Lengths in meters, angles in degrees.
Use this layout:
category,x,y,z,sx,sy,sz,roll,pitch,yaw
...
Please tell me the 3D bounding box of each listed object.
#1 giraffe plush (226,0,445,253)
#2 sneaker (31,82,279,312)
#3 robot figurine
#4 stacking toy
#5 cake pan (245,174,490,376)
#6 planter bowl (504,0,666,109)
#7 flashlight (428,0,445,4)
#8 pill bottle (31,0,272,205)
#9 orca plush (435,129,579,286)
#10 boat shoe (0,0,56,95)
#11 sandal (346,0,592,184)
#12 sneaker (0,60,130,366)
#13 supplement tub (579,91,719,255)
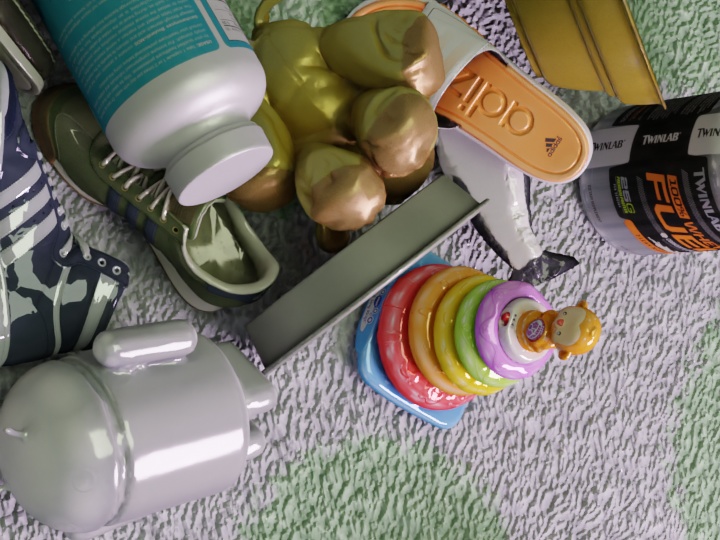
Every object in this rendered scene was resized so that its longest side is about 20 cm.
category,x,y,z,sx,sy,sz,roll,pitch,yaw
giraffe plush,-0.016,-0.092,1.554,0.173,0.200,0.162,-52,147,-7
sneaker,-0.128,-0.052,1.508,0.200,0.090,0.067,49,64,-23
robot figurine,-0.153,0.105,1.468,0.200,0.113,0.170,-13,129,-37
stacking toy,0.098,0.045,1.599,0.110,0.200,0.116,33,70,-30
cake pan,0.000,0.000,1.543,0.200,0.200,0.037,-37,90,-32
planter bowl,0.151,-0.197,1.646,0.083,0.200,0.201,-20,102,9
flashlight,0.108,-0.257,1.709,0.200,0.068,0.068,-35,116,-33
pill bottle,-0.133,-0.144,1.450,0.111,0.111,0.200,-20,73,-35
orca plush,0.108,-0.088,1.695,0.200,0.105,0.071,57,18,3
boat shoe,-0.258,-0.201,1.434,0.201,0.072,0.061,49,66,-20
sandal,0.078,-0.134,1.623,0.206,0.059,0.079,31,98,4
sneaker,-0.209,-0.038,1.460,0.108,0.070,0.201,-3,95,-31
supplement tub,0.274,-0.076,1.735,0.122,0.200,0.123,3,85,-35
